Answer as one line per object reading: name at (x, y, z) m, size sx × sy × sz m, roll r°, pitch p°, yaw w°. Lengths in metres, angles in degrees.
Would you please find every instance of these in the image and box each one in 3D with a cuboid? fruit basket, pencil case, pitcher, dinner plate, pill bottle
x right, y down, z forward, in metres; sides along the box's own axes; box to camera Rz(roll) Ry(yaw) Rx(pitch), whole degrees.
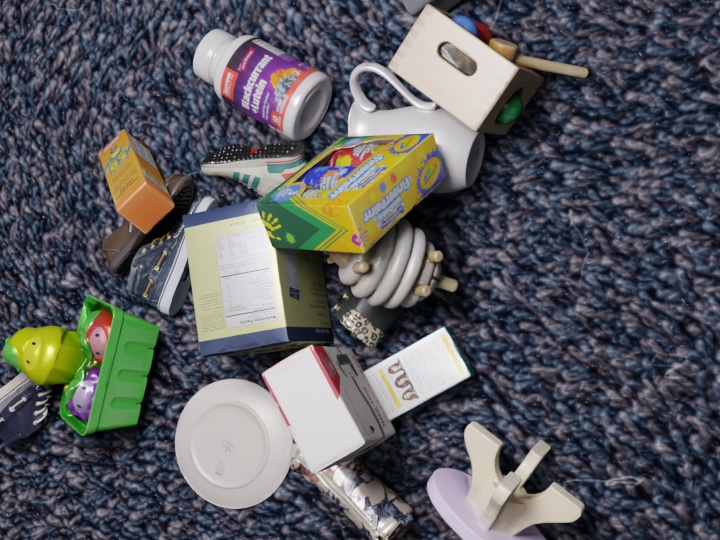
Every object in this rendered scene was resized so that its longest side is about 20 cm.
fruit basket at (-0.437, 0.139, 1.442) m, size 0.155 × 0.215 × 0.216 m, roll 13°, pitch 90°, yaw 54°
pencil case at (-0.015, 0.318, 1.363) m, size 0.200 × 0.089 × 0.078 m, roll 40°, pitch 98°, yaw 16°
pitcher at (0.073, -0.203, 1.338) m, size 0.199 × 0.121 × 0.172 m, roll 17°, pitch 133°, yaw 20°
dinner plate at (-0.202, 0.270, 1.456) m, size 0.199 × 0.024 × 0.201 m, roll -1°, pitch 87°, yaw 17°
pill bottle at (-0.153, -0.290, 1.431) m, size 0.200 × 0.111 × 0.112 m, roll 30°, pitch 95°, yaw 16°

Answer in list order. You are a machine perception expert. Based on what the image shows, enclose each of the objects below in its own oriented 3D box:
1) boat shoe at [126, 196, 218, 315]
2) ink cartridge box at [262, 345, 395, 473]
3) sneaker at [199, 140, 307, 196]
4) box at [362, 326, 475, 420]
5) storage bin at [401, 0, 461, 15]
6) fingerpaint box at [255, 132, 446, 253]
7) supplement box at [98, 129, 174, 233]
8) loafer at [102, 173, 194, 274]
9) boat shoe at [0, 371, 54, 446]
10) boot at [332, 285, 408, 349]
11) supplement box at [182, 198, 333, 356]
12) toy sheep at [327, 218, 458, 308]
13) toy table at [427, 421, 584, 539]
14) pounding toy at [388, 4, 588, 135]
boat shoe at (-0.300, -0.035, 1.477) m, size 0.091 × 0.071 × 0.201 m, roll 25°, pitch 96°, yaw 12°
ink cartridge box at (-0.037, 0.183, 1.269) m, size 0.083 × 0.200 × 0.147 m, roll -31°, pitch 79°, yaw 9°
sneaker at (-0.161, -0.143, 1.445) m, size 0.199 × 0.070 × 0.094 m, roll 0°, pitch 121°, yaw 32°
box at (0.061, 0.165, 1.370) m, size 0.200 × 0.049 × 0.082 m, roll -30°, pitch 78°, yaw 12°
storage bin at (0.108, -0.474, 1.365) m, size 0.134 × 0.145 × 0.200 m, roll -34°, pitch 77°, yaw 40°
fingerpaint box at (-0.011, -0.108, 1.245) m, size 0.166 × 0.200 × 0.074 m, roll 5°, pitch 126°, yaw 41°
supplement box at (-0.350, -0.141, 1.448) m, size 0.067 × 0.069 × 0.200 m, roll -43°, pitch 37°, yaw 6°
loafer at (-0.347, -0.085, 1.494) m, size 0.200 × 0.073 × 0.071 m, roll -46°, pitch 75°, yaw 8°
boat shoe at (-0.529, 0.207, 1.539) m, size 0.200 × 0.075 × 0.093 m, roll -34°, pitch 91°, yaw 14°
boot at (0.000, 0.000, 1.382) m, size 0.203 × 0.073 × 0.154 m, roll 42°, pitch 93°, yaw 11°
supplement box at (-0.144, 0.016, 1.362) m, size 0.134 × 0.200 × 0.201 m, roll -10°, pitch 83°, yaw 16°
toy sheep at (0.044, -0.009, 1.277) m, size 0.200 × 0.138 × 0.138 m, roll 25°, pitch 94°, yaw -13°
toy table at (0.199, 0.306, 1.268) m, size 0.200 × 0.184 × 0.117 m, roll 32°, pitch 113°, yaw 7°
pounding toy at (0.183, -0.281, 1.309) m, size 0.200 × 0.184 × 0.142 m, roll 39°, pitch 109°, yaw 15°
